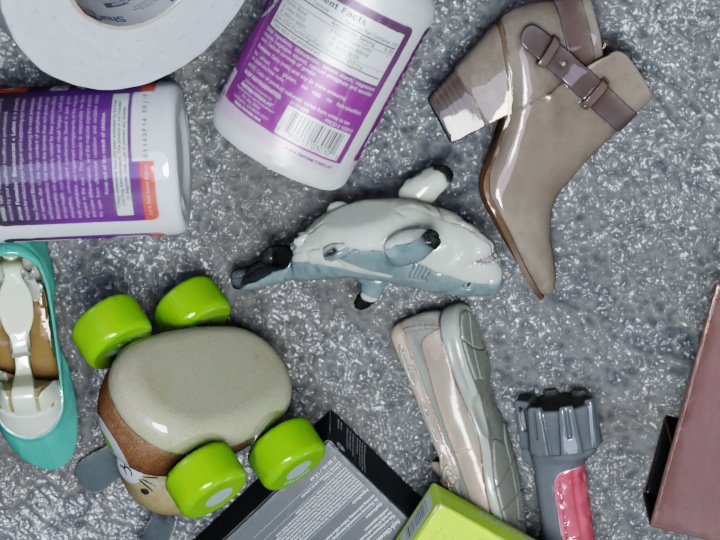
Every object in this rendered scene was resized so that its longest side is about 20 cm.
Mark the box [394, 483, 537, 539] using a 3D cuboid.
[{"bbox_3d":[0.108,0.258,1.532,0.199,0.048,0.122,30,104,-12],"label":"box"}]

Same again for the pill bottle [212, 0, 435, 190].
[{"bbox_3d":[-0.015,-0.168,1.458,0.112,0.112,0.201,28,103,-7],"label":"pill bottle"}]

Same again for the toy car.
[{"bbox_3d":[-0.151,0.135,1.531,0.165,0.157,0.200,54,130,20],"label":"toy car"}]

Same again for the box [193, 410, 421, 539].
[{"bbox_3d":[-0.045,0.231,1.584,0.200,0.079,0.141,-43,99,10],"label":"box"}]

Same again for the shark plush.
[{"bbox_3d":[0.000,0.000,1.505,0.198,0.091,0.084,-16,126,8],"label":"shark plush"}]

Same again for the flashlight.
[{"bbox_3d":[0.170,0.193,1.578,0.067,0.068,0.202,-14,105,-23],"label":"flashlight"}]

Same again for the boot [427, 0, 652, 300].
[{"bbox_3d":[0.146,-0.096,1.501,0.146,0.070,0.201,-29,109,1],"label":"boot"}]

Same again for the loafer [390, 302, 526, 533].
[{"bbox_3d":[0.076,0.125,1.566,0.062,0.072,0.202,-11,99,21],"label":"loafer"}]

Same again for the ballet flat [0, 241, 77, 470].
[{"bbox_3d":[-0.256,0.065,1.545,0.067,0.070,0.202,-6,105,2],"label":"ballet flat"}]

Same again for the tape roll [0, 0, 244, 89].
[{"bbox_3d":[-0.168,-0.227,1.413,0.199,0.066,0.201,-20,132,-24],"label":"tape roll"}]

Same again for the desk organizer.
[{"bbox_3d":[0.276,0.101,1.549,0.076,0.072,0.202,13,105,0],"label":"desk organizer"}]

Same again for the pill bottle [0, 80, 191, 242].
[{"bbox_3d":[-0.226,-0.077,1.485,0.198,0.111,0.112,-2,105,1],"label":"pill bottle"}]
